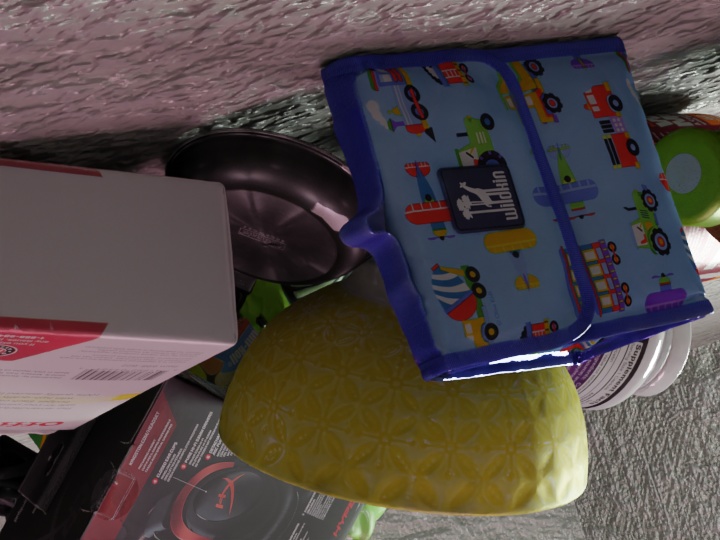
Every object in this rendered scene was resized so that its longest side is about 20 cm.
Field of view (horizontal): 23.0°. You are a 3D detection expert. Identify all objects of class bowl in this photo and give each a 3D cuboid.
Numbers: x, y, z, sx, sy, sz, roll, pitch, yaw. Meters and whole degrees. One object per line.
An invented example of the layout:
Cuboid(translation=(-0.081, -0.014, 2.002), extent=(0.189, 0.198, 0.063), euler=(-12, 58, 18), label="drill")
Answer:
Cuboid(translation=(0.030, 0.048, 0.944), extent=(0.200, 0.108, 0.200), euler=(8, -170, -1), label="bowl")

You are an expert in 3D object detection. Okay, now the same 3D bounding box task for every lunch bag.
Cuboid(translation=(0.059, -0.027, 0.846), extent=(0.094, 0.151, 0.200), euler=(-25, 168, 41), label="lunch bag")

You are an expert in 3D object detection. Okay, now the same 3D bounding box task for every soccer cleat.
Cuboid(translation=(-0.031, -0.020, 0.998), extent=(0.081, 0.068, 0.200), euler=(-37, 166, -22), label="soccer cleat")

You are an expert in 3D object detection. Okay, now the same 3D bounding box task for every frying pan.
Cuboid(translation=(-0.067, -0.016, 0.903), extent=(0.115, 0.031, 0.190), euler=(34, 143, -25), label="frying pan")

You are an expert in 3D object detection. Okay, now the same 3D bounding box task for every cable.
Cuboid(translation=(-0.253, 0.093, 1.075), extent=(0.051, 0.163, 0.200), euler=(-51, 172, -7), label="cable")

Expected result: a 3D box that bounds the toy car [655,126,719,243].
Cuboid(translation=(0.289, -0.033, 0.967), extent=(0.164, 0.200, 0.158), euler=(2, 129, -49), label="toy car")

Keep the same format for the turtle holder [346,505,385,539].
Cuboid(translation=(-0.035, 0.106, 1.373), extent=(0.141, 0.186, 0.132), euler=(11, -171, 29), label="turtle holder")

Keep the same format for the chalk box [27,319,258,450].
Cuboid(translation=(-0.116, 0.101, 1.193), extent=(0.125, 0.124, 0.200), euler=(-43, -165, -32), label="chalk box")

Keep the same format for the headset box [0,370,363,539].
Cuboid(translation=(-0.107, 0.139, 1.031), extent=(0.200, 0.149, 0.075), euler=(30, 178, -40), label="headset box")

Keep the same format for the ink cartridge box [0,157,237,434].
Cuboid(translation=(-0.171, 0.019, 0.862), extent=(0.145, 0.084, 0.200), euler=(4, 161, -32), label="ink cartridge box")

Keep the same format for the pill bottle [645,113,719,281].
Cuboid(translation=(0.157, -0.040, 1.078), extent=(0.200, 0.110, 0.109), euler=(-6, 166, -47), label="pill bottle")

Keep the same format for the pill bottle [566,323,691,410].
Cuboid(translation=(0.120, 0.028, 1.162), extent=(0.200, 0.113, 0.112), euler=(14, 155, -34), label="pill bottle")
